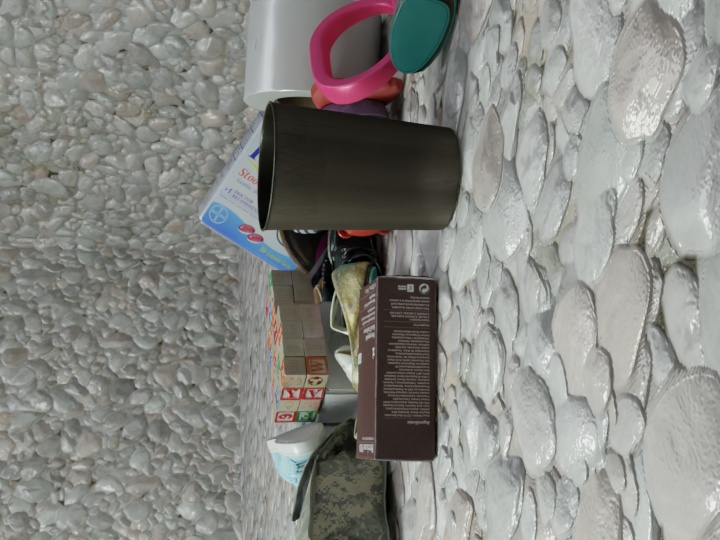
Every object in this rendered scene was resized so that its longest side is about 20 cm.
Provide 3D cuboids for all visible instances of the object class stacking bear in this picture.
[{"bbox_3d":[-0.002,-0.145,1.291,0.114,0.121,0.201,156,110,-75],"label":"stacking bear"}]

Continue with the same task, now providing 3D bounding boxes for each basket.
[{"bbox_3d":[-0.004,-0.105,1.032,0.180,0.199,0.137,-143,56,-77],"label":"basket"}]

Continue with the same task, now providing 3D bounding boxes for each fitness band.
[{"bbox_3d":[0.003,-0.286,1.214,0.037,0.143,0.200,55,-162,-39],"label":"fitness band"}]

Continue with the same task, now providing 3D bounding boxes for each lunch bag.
[{"bbox_3d":[-0.028,0.312,1.252,0.201,0.117,0.164,-90,10,-47],"label":"lunch bag"}]

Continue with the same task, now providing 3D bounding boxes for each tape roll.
[{"bbox_3d":[-0.070,-0.312,1.424,0.203,0.202,0.140,175,99,-78],"label":"tape roll"}]

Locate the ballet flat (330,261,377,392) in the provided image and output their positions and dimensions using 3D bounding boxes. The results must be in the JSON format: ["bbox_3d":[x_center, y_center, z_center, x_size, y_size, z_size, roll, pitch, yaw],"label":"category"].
[{"bbox_3d":[-0.005,0.086,1.237,0.071,0.070,0.201,-127,31,-73],"label":"ballet flat"}]

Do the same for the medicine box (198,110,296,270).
[{"bbox_3d":[-0.136,-0.126,1.569,0.200,0.182,0.103,-56,16,7],"label":"medicine box"}]

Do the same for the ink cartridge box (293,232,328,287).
[{"bbox_3d":[-0.041,-0.055,1.471,0.201,0.037,0.095,-60,-5,-16],"label":"ink cartridge box"}]

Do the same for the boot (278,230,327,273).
[{"bbox_3d":[-0.062,-0.084,1.385,0.075,0.097,0.200,47,-158,-36],"label":"boot"}]

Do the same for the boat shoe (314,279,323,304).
[{"bbox_3d":[-0.069,0.043,1.630,0.076,0.073,0.201,-152,66,-78],"label":"boat shoe"}]

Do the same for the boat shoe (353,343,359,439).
[{"bbox_3d":[0.027,0.108,1.169,0.071,0.062,0.201,130,143,-74],"label":"boat shoe"}]

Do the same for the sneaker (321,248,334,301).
[{"bbox_3d":[-0.027,0.005,1.441,0.082,0.073,0.201,-94,15,-54],"label":"sneaker"}]

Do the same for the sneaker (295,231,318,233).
[{"bbox_3d":[-0.055,-0.148,1.350,0.088,0.074,0.201,70,-153,-44],"label":"sneaker"}]

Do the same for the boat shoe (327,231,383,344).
[{"bbox_3d":[-0.002,0.000,1.315,0.066,0.074,0.200,128,144,-66],"label":"boat shoe"}]

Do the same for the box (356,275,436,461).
[{"bbox_3d":[0.039,0.112,1.082,0.100,0.075,0.201,140,131,-74],"label":"box"}]

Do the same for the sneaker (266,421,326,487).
[{"bbox_3d":[-0.077,0.259,1.329,0.082,0.074,0.200,66,166,4],"label":"sneaker"}]

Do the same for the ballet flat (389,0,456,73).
[{"bbox_3d":[0.081,-0.313,1.057,0.070,0.067,0.201,-63,-11,-49],"label":"ballet flat"}]

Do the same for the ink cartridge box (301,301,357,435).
[{"bbox_3d":[-0.035,0.156,1.395,0.200,0.085,0.147,112,157,-55],"label":"ink cartridge box"}]

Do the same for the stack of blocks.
[{"bbox_3d":[-0.091,0.094,1.327,0.115,0.058,0.201,106,161,-47],"label":"stack of blocks"}]
